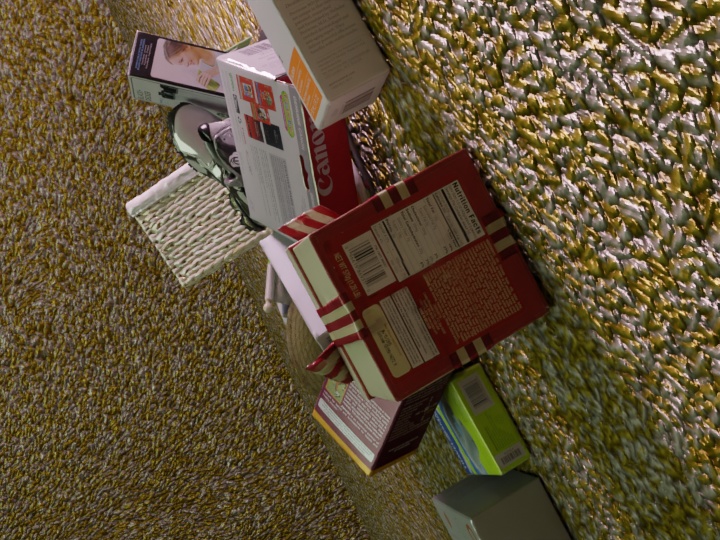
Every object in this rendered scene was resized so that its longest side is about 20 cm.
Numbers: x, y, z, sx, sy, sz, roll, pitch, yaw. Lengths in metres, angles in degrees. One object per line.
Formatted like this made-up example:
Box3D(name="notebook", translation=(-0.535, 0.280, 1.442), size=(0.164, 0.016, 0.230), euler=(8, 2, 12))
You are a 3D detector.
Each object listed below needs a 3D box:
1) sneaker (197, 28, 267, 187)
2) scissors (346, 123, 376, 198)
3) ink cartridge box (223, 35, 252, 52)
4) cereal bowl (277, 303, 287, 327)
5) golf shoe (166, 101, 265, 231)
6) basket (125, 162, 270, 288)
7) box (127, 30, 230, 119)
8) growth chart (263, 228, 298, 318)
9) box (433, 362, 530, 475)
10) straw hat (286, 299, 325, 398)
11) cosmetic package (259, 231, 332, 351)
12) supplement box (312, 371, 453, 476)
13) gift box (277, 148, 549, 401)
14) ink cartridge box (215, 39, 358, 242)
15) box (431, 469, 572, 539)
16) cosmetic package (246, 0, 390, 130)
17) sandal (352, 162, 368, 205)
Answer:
Box3D(name="sneaker", translation=(-0.137, -0.193, 1.307), size=(0.075, 0.114, 0.203), euler=(22, 114, 62))
Box3D(name="scissors", translation=(0.012, -0.089, 1.290), size=(0.202, 0.014, 0.073), euler=(62, 169, -6))
Box3D(name="ink cartridge box", translation=(-0.193, -0.266, 1.573), size=(0.060, 0.103, 0.200), euler=(61, 169, -4))
Box3D(name="cereal bowl", translation=(-0.067, 0.050, 1.633), size=(0.201, 0.083, 0.201), euler=(56, -162, -27))
Box3D(name="golf shoe", translation=(-0.161, -0.141, 1.401), size=(0.200, 0.078, 0.094), euler=(47, 155, -18))
Box3D(name="basket", translation=(-0.212, -0.105, 1.690), size=(0.162, 0.199, 0.198), euler=(56, -158, -6))
Box3D(name="box", translation=(-0.195, -0.241, 1.409), size=(0.117, 0.197, 0.061), euler=(154, 128, -78))
Box3D(name="growth chart", translation=(-0.057, 0.037, 1.518), size=(0.199, 0.146, 0.018), euler=(27, 149, -36))
Box3D(name="box", translation=(0.134, 0.183, 1.321), size=(0.123, 0.047, 0.200), euler=(61, 169, 6))
Box3D(name="straw hat", translation=(0.000, 0.082, 1.487), size=(0.085, 0.201, 0.203), euler=(-16, 105, 44))
Box3D(name="cosmetic package", translation=(-0.043, 0.052, 1.335), size=(0.151, 0.051, 0.200), euler=(55, 177, 29))
Box3D(name="supplement box", translation=(0.033, 0.117, 1.240), size=(0.110, 0.085, 0.201), euler=(42, 130, 28))
Box3D(name="gift box", translation=(0.028, 0.009, 0.987), size=(0.187, 0.198, 0.186), euler=(156, 90, -81))
Box3D(name="ink cartridge box", translation=(-0.066, -0.137, 1.214), size=(0.175, 0.083, 0.202), euler=(30, 136, 49))
Box3D(name="box", translation=(0.175, 0.319, 1.333), size=(0.125, 0.097, 0.200), euler=(62, 170, -1))
Box3D(name="cosmetic package", translation=(-0.054, -0.248, 1.047), size=(0.202, 0.071, 0.101), euler=(61, 170, 4))
Box3D(name="sandal", translation=(-0.051, -0.130, 1.335), size=(0.207, 0.059, 0.080), euler=(-125, 14, -52))
